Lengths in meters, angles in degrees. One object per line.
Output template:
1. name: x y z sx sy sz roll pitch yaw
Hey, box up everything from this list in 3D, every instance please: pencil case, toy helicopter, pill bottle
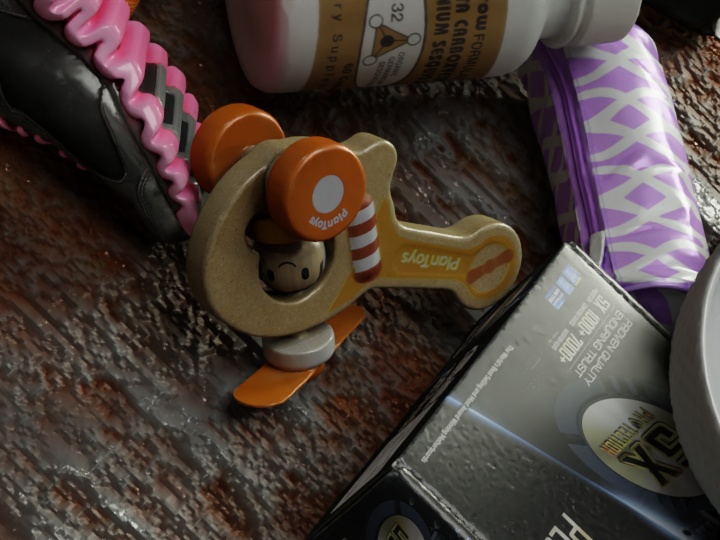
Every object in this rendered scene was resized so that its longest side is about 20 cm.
1. pencil case: 0.134 -0.044 1.343 0.085 0.084 0.200 21 44 -35
2. toy helicopter: 0.000 0.000 1.208 0.200 0.132 0.079 6 13 -42
3. pill bottle: 0.038 -0.154 1.296 0.200 0.114 0.114 -6 61 -17

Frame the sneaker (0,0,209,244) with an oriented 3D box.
1. sneaker: -0.145 -0.089 1.189 0.200 0.095 0.079 58 15 -19

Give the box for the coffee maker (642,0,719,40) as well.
1. coffee maker: 0.236 -0.248 1.475 0.192 0.200 0.135 18 41 -34

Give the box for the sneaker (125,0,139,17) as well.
1. sneaker: -0.104 -0.180 1.283 0.077 0.073 0.200 37 47 -22

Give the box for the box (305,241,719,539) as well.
1. box: 0.096 0.111 1.204 0.164 0.086 0.200 44 44 -2

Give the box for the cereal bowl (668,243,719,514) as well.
1. cereal bowl: 0.232 0.065 1.201 0.200 0.083 0.200 8 65 -18
